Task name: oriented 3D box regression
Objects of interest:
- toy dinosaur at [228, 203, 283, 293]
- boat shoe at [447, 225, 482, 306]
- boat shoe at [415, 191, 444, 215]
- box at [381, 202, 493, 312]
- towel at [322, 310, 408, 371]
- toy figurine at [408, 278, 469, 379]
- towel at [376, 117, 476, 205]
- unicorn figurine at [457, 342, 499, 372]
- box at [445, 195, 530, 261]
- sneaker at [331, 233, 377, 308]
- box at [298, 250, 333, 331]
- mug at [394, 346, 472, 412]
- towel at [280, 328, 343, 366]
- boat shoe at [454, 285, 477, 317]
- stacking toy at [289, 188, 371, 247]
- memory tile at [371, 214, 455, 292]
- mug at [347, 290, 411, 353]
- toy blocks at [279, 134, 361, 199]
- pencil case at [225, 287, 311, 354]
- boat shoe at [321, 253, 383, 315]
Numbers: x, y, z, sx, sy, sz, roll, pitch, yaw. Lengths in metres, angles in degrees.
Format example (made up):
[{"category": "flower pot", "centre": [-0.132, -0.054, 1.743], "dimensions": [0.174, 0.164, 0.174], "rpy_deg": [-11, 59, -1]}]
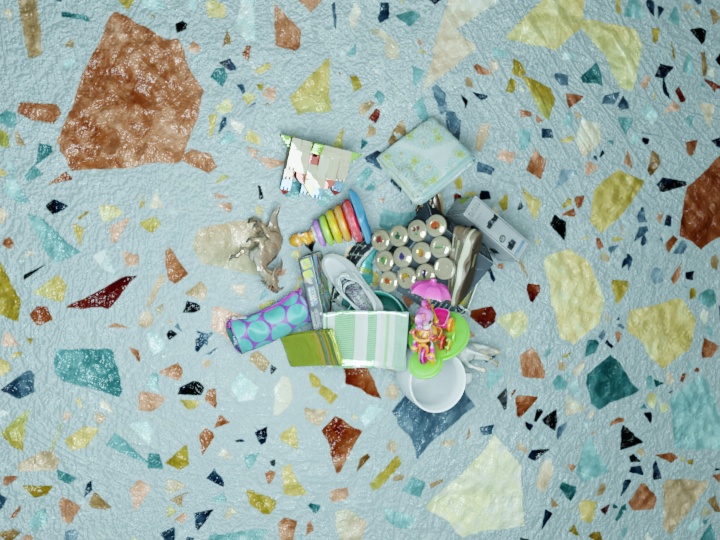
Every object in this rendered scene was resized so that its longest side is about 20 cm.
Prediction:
[{"category": "toy dinosaur", "centre": [-0.218, -0.050, 1.628], "dimensions": [0.135, 0.085, 0.202], "rpy_deg": [32, 66, -25]}, {"category": "boat shoe", "centre": [0.227, -0.015, 1.599], "dimensions": [0.074, 0.074, 0.205], "rpy_deg": [-30, 139, -49]}, {"category": "boat shoe", "centre": [0.176, -0.146, 1.744], "dimensions": [0.069, 0.070, 0.203], "rpy_deg": [-18, 97, -15]}, {"category": "box", "centre": [0.184, -0.019, 1.688], "dimensions": [0.195, 0.124, 0.201], "rpy_deg": [33, 109, -16]}, {"category": "towel", "centre": [0.010, 0.163, 1.582], "dimensions": [0.196, 0.023, 0.155], "rpy_deg": [2, 114, 2]}, {"category": "toy figurine", "centre": [0.152, 0.112, 1.547], "dimensions": [0.201, 0.148, 0.185], "rpy_deg": [-58, 145, -32]}, {"category": "towel", "centre": [0.163, -0.275, 1.709], "dimensions": [0.199, 0.048, 0.172], "rpy_deg": [-36, 70, -13]}, {"category": "unicorn figurine", "centre": [0.274, 0.205, 1.740], "dimensions": [0.200, 0.136, 0.075], "rpy_deg": [30, 82, -59]}, {"category": "box", "centre": [0.327, -0.106, 1.767], "dimensions": [0.199, 0.116, 0.061], "rpy_deg": [37, 82, -13]}, {"category": "sneaker", "centre": [0.000, 0.000, 1.705], "dimensions": [0.079, 0.077, 0.202], "rpy_deg": [29, 91, -30]}, {"category": "box", "centre": [-0.101, 0.060, 1.646], "dimensions": [0.034, 0.110, 0.203], "rpy_deg": [-10, 96, 11]}, {"category": "mug", "centre": [0.183, 0.256, 1.702], "dimensions": [0.197, 0.175, 0.150], "rpy_deg": [3, 94, -17]}, {"category": "towel", "centre": [-0.118, 0.185, 1.607], "dimensions": [0.018, 0.198, 0.087], "rpy_deg": [-21, 97, -42]}, {"category": "boat shoe", "centre": [0.249, 0.102, 1.765], "dimensions": [0.074, 0.086, 0.204], "rpy_deg": [33, 82, -15]}, {"category": "stacking toy", "centre": [-0.079, -0.099, 1.661], "dimensions": [0.197, 0.110, 0.117], "rpy_deg": [-21, 55, 0]}, {"category": "memory tile", "centre": [0.120, -0.037, 1.596], "dimensions": [0.197, 0.017, 0.156], "rpy_deg": [-13, 83, 29]}, {"category": "mug", "centre": [0.034, 0.130, 1.682], "dimensions": [0.182, 0.114, 0.155], "rpy_deg": [5, 83, 17]}, {"category": "toy blocks", "centre": [-0.109, -0.237, 1.654], "dimensions": [0.197, 0.100, 0.139], "rpy_deg": [10, 100, -16]}, {"category": "pencil case", "centre": [-0.217, 0.121, 1.627], "dimensions": [0.198, 0.085, 0.094], "rpy_deg": [-24, 113, -15]}, {"category": "boat shoe", "centre": [-0.026, 0.036, 1.615], "dimensions": [0.072, 0.068, 0.201], "rpy_deg": [-37, 75, 6]}]
